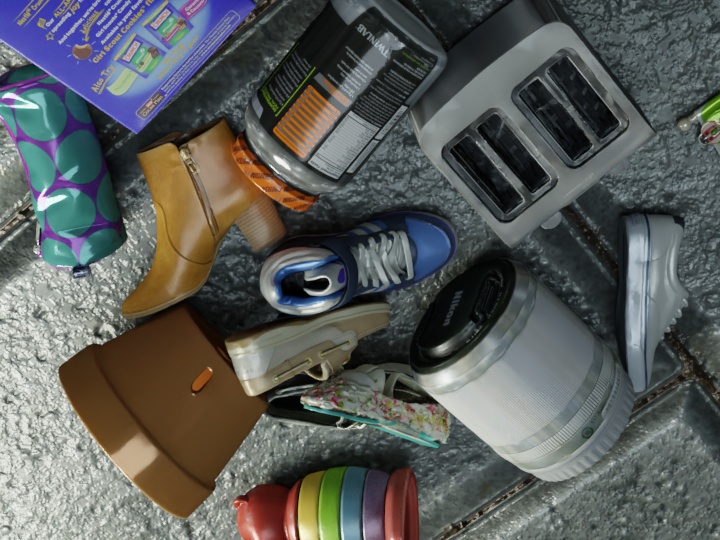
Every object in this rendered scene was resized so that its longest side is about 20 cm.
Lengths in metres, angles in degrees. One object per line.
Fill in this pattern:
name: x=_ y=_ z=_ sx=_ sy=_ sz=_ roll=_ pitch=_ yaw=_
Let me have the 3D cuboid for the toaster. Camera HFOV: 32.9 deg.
toaster: x=0.154 y=-0.149 z=1.144 sx=0.181 sy=0.119 sz=0.200 roll=-38 pitch=113 yaw=14

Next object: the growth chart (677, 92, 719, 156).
growth chart: x=0.431 y=-0.126 z=1.226 sx=0.145 sy=0.018 sz=0.200 roll=-40 pitch=112 yaw=15

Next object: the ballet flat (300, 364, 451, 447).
ballet flat: x=0.019 y=0.130 z=1.239 sx=0.199 sy=0.075 sz=0.064 roll=23 pitch=79 yaw=-44

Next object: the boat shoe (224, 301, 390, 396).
boat shoe: x=-0.047 y=0.077 z=1.224 sx=0.199 sy=0.074 sz=0.070 roll=-15 pitch=95 yaw=-38

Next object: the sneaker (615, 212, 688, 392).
sneaker: x=0.306 y=0.037 z=1.267 sx=0.070 sy=0.073 sz=0.201 roll=-2 pitch=116 yaw=2

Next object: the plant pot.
plant pot: x=-0.188 y=0.128 z=1.236 sx=0.140 sy=0.200 sz=0.200 roll=-41 pitch=112 yaw=-1

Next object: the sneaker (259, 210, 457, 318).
sneaker: x=0.000 y=0.000 z=1.190 sx=0.198 sy=0.147 sz=0.081 roll=-7 pitch=104 yaw=3

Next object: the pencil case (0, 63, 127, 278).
pencil case: x=-0.291 y=-0.099 z=1.169 sx=0.092 sy=0.085 sz=0.201 roll=-18 pitch=116 yaw=-13

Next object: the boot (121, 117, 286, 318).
boot: x=-0.186 y=-0.054 z=1.212 sx=0.200 sy=0.071 sz=0.144 roll=-30 pitch=107 yaw=8

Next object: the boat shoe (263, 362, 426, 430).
boat shoe: x=-0.009 y=0.143 z=1.309 sx=0.198 sy=0.064 sz=0.071 roll=2 pitch=116 yaw=-5

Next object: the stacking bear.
stacking bear: x=-0.040 y=0.275 z=1.350 sx=0.198 sy=0.114 sz=0.122 roll=-3 pitch=146 yaw=10

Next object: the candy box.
candy box: x=-0.220 y=-0.245 z=1.064 sx=0.169 sy=0.077 sz=0.200 roll=-44 pitch=134 yaw=11

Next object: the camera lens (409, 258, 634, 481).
camera lens: x=0.161 y=0.099 z=1.242 sx=0.200 sy=0.160 sz=0.160 roll=41 pitch=108 yaw=-19

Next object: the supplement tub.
supplement tub: x=-0.024 y=-0.160 z=1.131 sx=0.122 sy=0.123 sz=0.200 roll=36 pitch=110 yaw=-18
